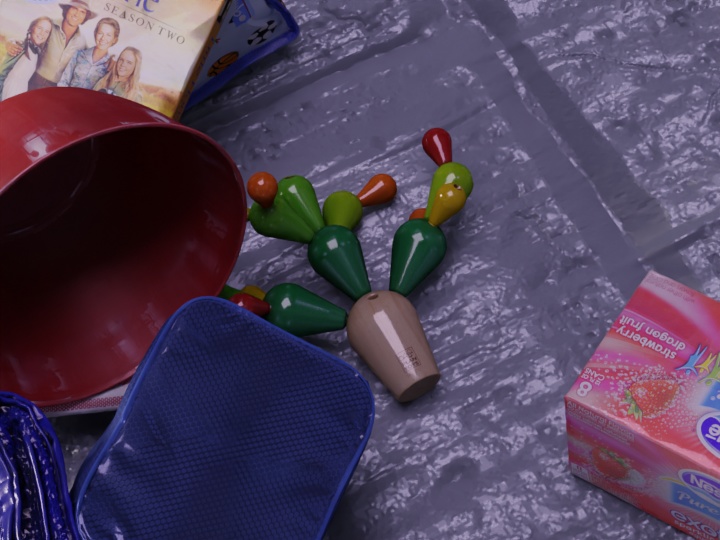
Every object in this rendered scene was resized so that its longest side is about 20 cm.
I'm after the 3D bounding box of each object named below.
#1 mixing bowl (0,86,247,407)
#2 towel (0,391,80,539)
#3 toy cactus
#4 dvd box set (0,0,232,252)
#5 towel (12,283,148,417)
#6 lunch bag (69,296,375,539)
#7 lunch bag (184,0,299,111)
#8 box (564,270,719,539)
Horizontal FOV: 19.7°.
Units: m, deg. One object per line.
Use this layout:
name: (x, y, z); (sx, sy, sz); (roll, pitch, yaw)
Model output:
mixing bowl: (-0.176, -0.032, 1.204); (0.200, 0.201, 0.108); (-32, 53, -13)
towel: (-0.190, 0.179, 1.127); (0.049, 0.200, 0.148); (1, 52, -21)
toy cactus: (0.000, 0.000, 1.279); (0.199, 0.102, 0.165); (-23, 68, -23)
dvd box set: (-0.177, -0.130, 1.303); (0.146, 0.029, 0.201); (25, 87, 3)
towel: (-0.160, 0.006, 1.312); (0.145, 0.030, 0.201); (-5, 55, -18)
lunch bag: (-0.086, 0.122, 1.175); (0.135, 0.132, 0.201); (29, 57, -3)
lunch bag: (-0.174, -0.186, 1.406); (0.199, 0.124, 0.170); (-34, 58, 2)
box: (0.224, 0.100, 1.170); (0.199, 0.095, 0.103); (28, 65, 24)
